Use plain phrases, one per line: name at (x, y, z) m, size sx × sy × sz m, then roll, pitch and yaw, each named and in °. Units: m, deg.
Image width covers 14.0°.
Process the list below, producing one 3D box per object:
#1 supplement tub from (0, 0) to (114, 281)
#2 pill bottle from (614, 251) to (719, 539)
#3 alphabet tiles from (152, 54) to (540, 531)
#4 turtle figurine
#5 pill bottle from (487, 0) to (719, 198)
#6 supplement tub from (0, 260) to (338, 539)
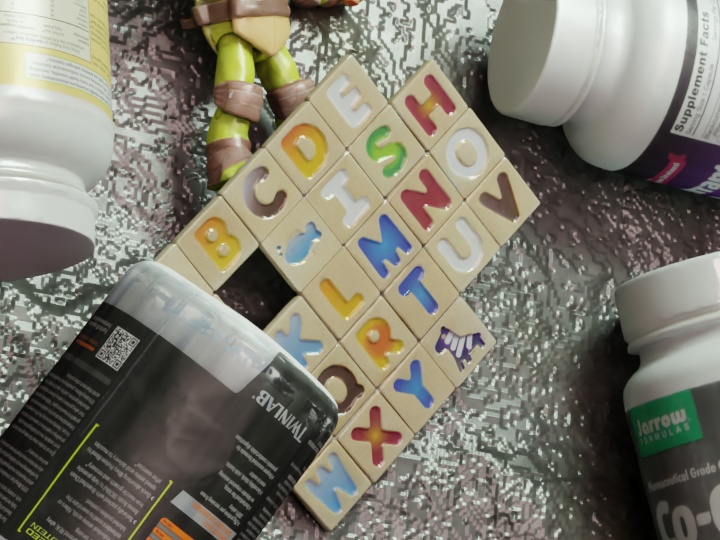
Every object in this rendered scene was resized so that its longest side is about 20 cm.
supplement tub at (-0.187, -0.105, 1.359) m, size 0.144 × 0.145 × 0.202 m, roll 2°, pitch 75°, yaw -24°
pill bottle at (0.198, 0.095, 1.498) m, size 0.112 × 0.113 × 0.201 m, roll -9°, pitch 79°, yaw -26°
alphabet tiles at (0.000, 0.000, 1.451) m, size 0.200 × 0.008 × 0.167 m, roll -47°, pitch 115°, yaw -19°
turtle figurine at (-0.061, -0.122, 1.460) m, size 0.199 × 0.064 × 0.163 m, roll -1°, pitch 81°, yaw -56°
pill bottle at (0.173, -0.099, 1.540) m, size 0.199 × 0.111 × 0.112 m, roll 13°, pitch 71°, yaw -20°
supplement tub at (-0.111, 0.107, 1.332) m, size 0.122 × 0.122 × 0.200 m, roll 39°, pitch 82°, yaw -10°
